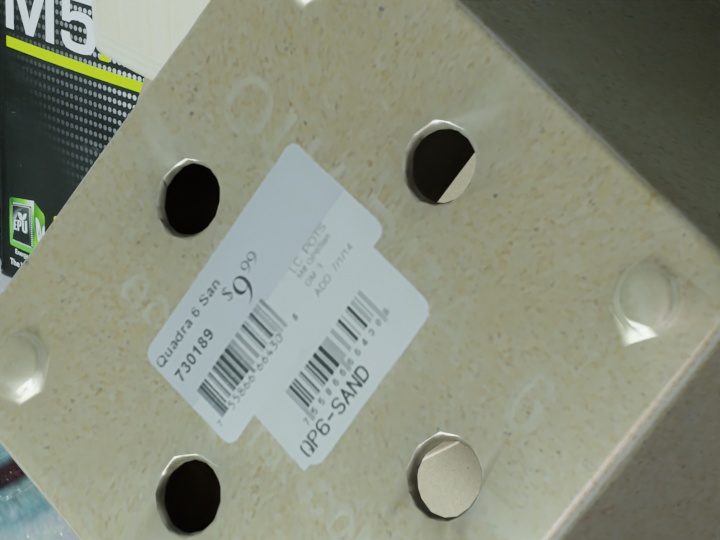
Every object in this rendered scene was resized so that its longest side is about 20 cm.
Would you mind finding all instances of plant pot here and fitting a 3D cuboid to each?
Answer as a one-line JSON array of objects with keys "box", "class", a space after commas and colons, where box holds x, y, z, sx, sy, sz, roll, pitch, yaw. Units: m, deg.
[{"box": [0.038, 0.024, 0.630, 0.200, 0.177, 0.200, 46, 108, 29], "class": "plant pot"}]

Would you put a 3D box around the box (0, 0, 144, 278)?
[{"box": [-0.046, -0.070, 0.945, 0.199, 0.047, 0.194, 21, 120, 41], "class": "box"}]

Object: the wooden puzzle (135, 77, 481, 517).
[{"box": [0.000, 0.000, 0.837, 0.199, 0.037, 0.186, 23, 97, 38], "class": "wooden puzzle"}]

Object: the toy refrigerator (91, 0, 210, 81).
[{"box": [0.028, -0.109, 0.731, 0.070, 0.200, 0.076, 27, 130, 36], "class": "toy refrigerator"}]
